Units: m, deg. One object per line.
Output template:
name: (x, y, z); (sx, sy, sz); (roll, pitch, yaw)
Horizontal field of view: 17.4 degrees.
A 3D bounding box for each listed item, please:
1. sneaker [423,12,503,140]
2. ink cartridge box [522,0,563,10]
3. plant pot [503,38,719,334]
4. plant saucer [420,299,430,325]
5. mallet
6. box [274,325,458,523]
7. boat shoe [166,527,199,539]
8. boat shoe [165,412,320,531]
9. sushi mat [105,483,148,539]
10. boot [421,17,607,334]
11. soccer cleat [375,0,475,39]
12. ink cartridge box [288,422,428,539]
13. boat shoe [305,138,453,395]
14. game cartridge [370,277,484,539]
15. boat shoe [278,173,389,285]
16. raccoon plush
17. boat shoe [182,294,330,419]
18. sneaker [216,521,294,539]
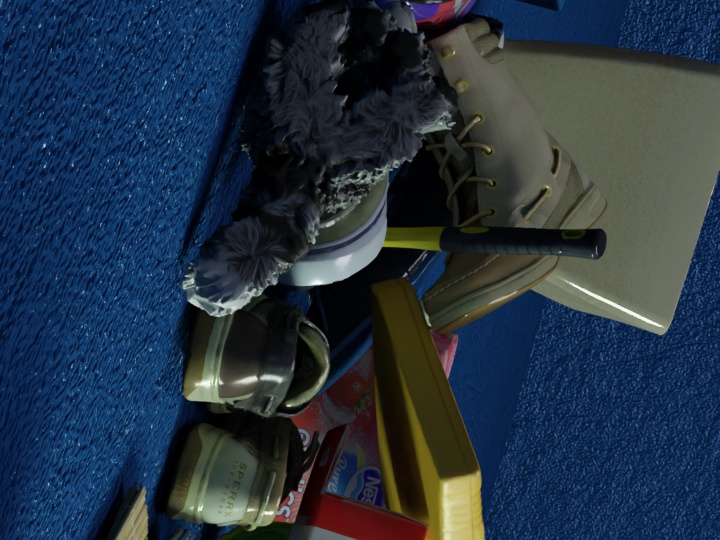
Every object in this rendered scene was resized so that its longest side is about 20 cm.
sneaker: (0.057, -0.116, 1.592); (0.200, 0.076, 0.077); (-51, 152, -64)
ink cartridge box: (0.129, -0.280, 1.707); (0.200, 0.067, 0.116); (65, 43, -77)
plant pot: (0.143, -0.082, 1.750); (0.200, 0.177, 0.200); (-161, -91, -75)
plant saucer: (0.011, 0.109, 1.824); (0.200, 0.050, 0.200); (17, 90, -82)
mallet: (0.036, -0.012, 1.309); (0.066, 0.200, 0.041); (-50, 135, -41)
box: (-0.009, 0.132, 1.593); (0.103, 0.095, 0.200); (-43, 149, -74)
boat shoe: (-0.100, 0.237, 1.303); (0.072, 0.072, 0.200); (-53, 159, -66)
boat shoe: (-0.061, 0.119, 1.351); (0.200, 0.063, 0.073); (-23, 128, -80)
sushi mat: (-0.145, 0.203, 1.150); (0.096, 0.012, 0.200); (95, 14, -46)
boot: (0.063, -0.061, 1.405); (0.073, 0.155, 0.200); (-26, -170, 37)
soccer cleat: (0.041, -0.169, 1.436); (0.200, 0.068, 0.073); (-56, 165, -69)
ink cartridge box: (-0.016, 0.194, 1.364); (0.116, 0.067, 0.200); (141, -33, -81)
boat shoe: (0.000, 0.000, 1.471); (0.200, 0.069, 0.084); (-48, 172, -30)
game cartridge: (0.042, 0.127, 1.392); (0.176, 0.032, 0.200); (-109, -168, -46)
boat shoe: (-0.018, -0.061, 1.311); (0.200, 0.072, 0.062); (-75, 162, -58)
raccoon plush: (-0.034, -0.064, 1.224); (0.200, 0.097, 0.134); (-42, 180, -9)
boat shoe: (-0.050, 0.052, 1.284); (0.200, 0.065, 0.073); (-7, 113, -81)
sneaker: (-0.022, 0.198, 1.469); (0.200, 0.084, 0.074); (-4, 107, -38)
